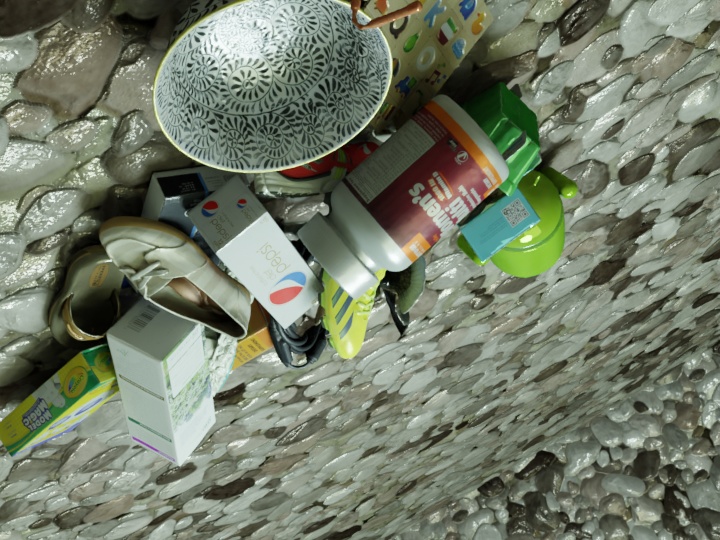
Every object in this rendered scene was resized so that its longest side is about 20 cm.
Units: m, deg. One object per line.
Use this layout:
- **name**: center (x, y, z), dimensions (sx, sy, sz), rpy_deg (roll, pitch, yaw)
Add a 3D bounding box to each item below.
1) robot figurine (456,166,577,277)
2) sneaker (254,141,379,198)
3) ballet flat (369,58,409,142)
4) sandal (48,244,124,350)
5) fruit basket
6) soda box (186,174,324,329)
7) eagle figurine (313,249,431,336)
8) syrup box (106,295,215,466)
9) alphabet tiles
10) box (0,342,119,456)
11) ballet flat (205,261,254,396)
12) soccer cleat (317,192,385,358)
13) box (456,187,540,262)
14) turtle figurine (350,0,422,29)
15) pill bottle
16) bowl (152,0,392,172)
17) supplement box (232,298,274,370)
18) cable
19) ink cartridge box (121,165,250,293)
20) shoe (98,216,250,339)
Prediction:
- **robot figurine**: center (0.221, -0.064, 1.366), dimensions (0.175, 0.116, 0.200), rpy_deg (-36, 155, -1)
- **sneaker**: center (-0.035, -0.126, 1.038), dimensions (0.077, 0.086, 0.200), rpy_deg (4, -167, 33)
- **ballet flat**: center (0.029, -0.173, 1.035), dimensions (0.063, 0.069, 0.200), rpy_deg (-22, 146, 4)
- **sandal**: center (-0.290, 0.042, 1.085), dimensions (0.080, 0.054, 0.200), rpy_deg (-12, 154, -32)
- **fruit basket**: center (0.119, -0.108, 1.130), dimensions (0.200, 0.093, 0.186), rpy_deg (-51, -168, 26)
- **soda box**: center (-0.105, -0.015, 1.065), dimensions (0.068, 0.064, 0.200), rpy_deg (-39, 150, -3)
- **eagle figurine**: center (0.040, -0.004, 1.234), dimensions (0.151, 0.152, 0.200), rpy_deg (-26, 163, 29)
- **syrup box**: center (-0.227, 0.128, 1.153), dimensions (0.079, 0.081, 0.201), rpy_deg (-51, 156, -39)
- **alphabet tiles**: center (0.058, -0.230, 0.937), dimensions (0.200, 0.006, 0.166), rpy_deg (-52, 148, 1)
- **box**: center (-0.331, 0.140, 1.188), dimensions (0.200, 0.048, 0.117), rpy_deg (-40, 172, 24)
- **ballet flat**: center (-0.176, 0.057, 1.189), dimensions (0.072, 0.072, 0.201), rpy_deg (3, 115, -49)
- **soccer cleat**: center (0.000, 0.000, 1.105), dimensions (0.083, 0.202, 0.065), rpy_deg (2, -175, 12)
- **box**: center (0.149, -0.079, 1.198), dimensions (0.082, 0.049, 0.200), rpy_deg (-36, -164, 7)
- **turtle figurine**: center (0.060, -0.268, 0.770), dimensions (0.199, 0.162, 0.064), rpy_deg (-30, 155, 0)
- **pill bottle**: center (0.041, -0.070, 0.988), dimensions (0.200, 0.110, 0.110), rpy_deg (-42, 154, 3)
- **bowl**: center (-0.080, -0.183, 0.836), dimensions (0.199, 0.095, 0.201), rpy_deg (-12, 147, -8)
- **supplement box**: center (-0.204, 0.107, 1.286), dimensions (0.199, 0.069, 0.067), rpy_deg (-29, 153, 2)
- **cable**: center (-0.056, 0.029, 1.255), dimensions (0.163, 0.051, 0.201), rpy_deg (-48, 150, -25)
- **ink cartridge box**: center (-0.193, -0.033, 1.076), dimensions (0.099, 0.039, 0.200), rpy_deg (-14, 151, -32)
- **shoe**: center (-0.185, 0.010, 1.027), dimensions (0.070, 0.054, 0.200), rpy_deg (-31, 134, 27)
